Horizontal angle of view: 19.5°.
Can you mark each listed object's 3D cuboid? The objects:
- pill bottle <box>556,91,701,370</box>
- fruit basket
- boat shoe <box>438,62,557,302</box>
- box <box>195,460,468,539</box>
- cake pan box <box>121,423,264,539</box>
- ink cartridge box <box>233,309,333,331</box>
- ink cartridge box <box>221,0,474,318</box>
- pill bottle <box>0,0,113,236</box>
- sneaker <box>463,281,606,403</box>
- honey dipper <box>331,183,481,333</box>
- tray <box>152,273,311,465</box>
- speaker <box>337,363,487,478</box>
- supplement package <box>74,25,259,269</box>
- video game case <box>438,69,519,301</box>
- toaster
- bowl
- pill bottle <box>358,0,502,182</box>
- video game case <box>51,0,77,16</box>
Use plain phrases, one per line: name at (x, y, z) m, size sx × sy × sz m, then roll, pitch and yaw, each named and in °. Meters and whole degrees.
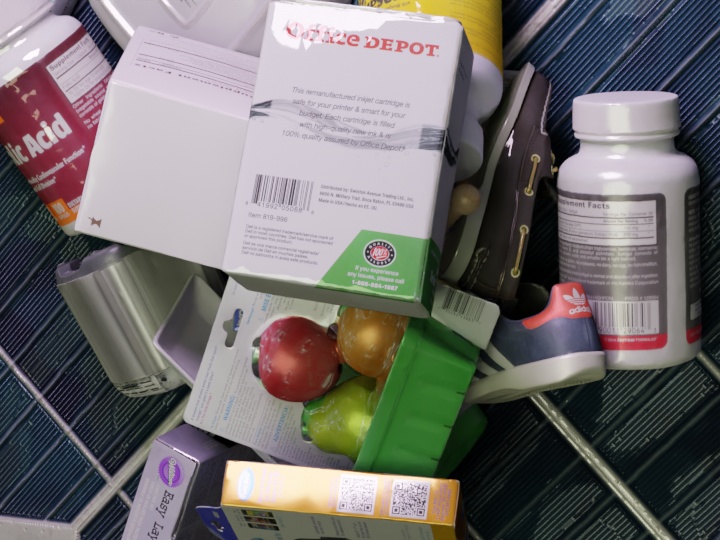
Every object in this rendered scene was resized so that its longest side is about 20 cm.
pill bottle at (0.205, -0.033, 1.599) m, size 0.110 × 0.111 × 0.202 m, roll 2°, pitch 101°, yaw 24°
fruit basket at (-0.015, 0.068, 1.567) m, size 0.198 × 0.094 × 0.187 m, roll 22°, pitch 113°, yaw 7°
boat shoe at (0.115, -0.066, 1.592) m, size 0.060 × 0.203 × 0.072 m, roll 24°, pitch 151°, yaw -7°
box at (-0.020, 0.184, 1.569) m, size 0.198 × 0.119 × 0.042 m, roll 6°, pitch 66°, yaw 9°
cake pan box at (-0.136, 0.209, 1.761) m, size 0.052 × 0.184 × 0.202 m, roll 25°, pitch 110°, yaw 18°
ink cartridge box at (0.000, 0.000, 1.685) m, size 0.198 × 0.042 × 0.121 m, roll 3°, pitch 79°, yaw 2°
ink cartridge box at (-0.006, -0.080, 1.480) m, size 0.145 × 0.083 × 0.202 m, roll 9°, pitch 82°, yaw 11°
pill bottle at (-0.257, -0.140, 1.760) m, size 0.114 × 0.114 × 0.201 m, roll -28°, pitch 104°, yaw 26°
sneaker at (0.110, 0.055, 1.605) m, size 0.199 × 0.074 × 0.085 m, roll -17°, pitch 78°, yaw 48°
honey dipper at (0.036, -0.007, 1.574) m, size 0.038 × 0.038 × 0.200 m, roll 53°, pitch 139°, yaw 6°
tray at (-0.084, 0.102, 1.657) m, size 0.022 × 0.108 × 0.200 m, roll -37°, pitch 105°, yaw 30°
speaker at (0.008, 0.087, 1.727) m, size 0.200 × 0.088 × 0.089 m, roll 40°, pitch 113°, yaw 12°
supplement package at (-0.140, -0.098, 1.612) m, size 0.119 × 0.200 × 0.122 m, roll 15°, pitch 108°, yaw -5°
video game case at (0.026, -0.074, 1.660) m, size 0.198 × 0.023 × 0.184 m, roll 5°, pitch 85°, yaw 4°
toaster at (-0.171, 0.028, 1.751) m, size 0.130 × 0.113 × 0.200 m, roll 63°, pitch 157°, yaw -5°
bowl at (-0.130, -0.234, 1.733) m, size 0.200 × 0.075 × 0.200 m, roll -45°, pitch 79°, yaw 24°
pill bottle at (0.053, -0.173, 1.595) m, size 0.111 × 0.112 × 0.202 m, roll -12°, pitch 62°, yaw 26°
video game case at (-0.308, -0.329, 1.810) m, size 0.199 × 0.045 × 0.182 m, roll 36°, pitch 113°, yaw 14°
